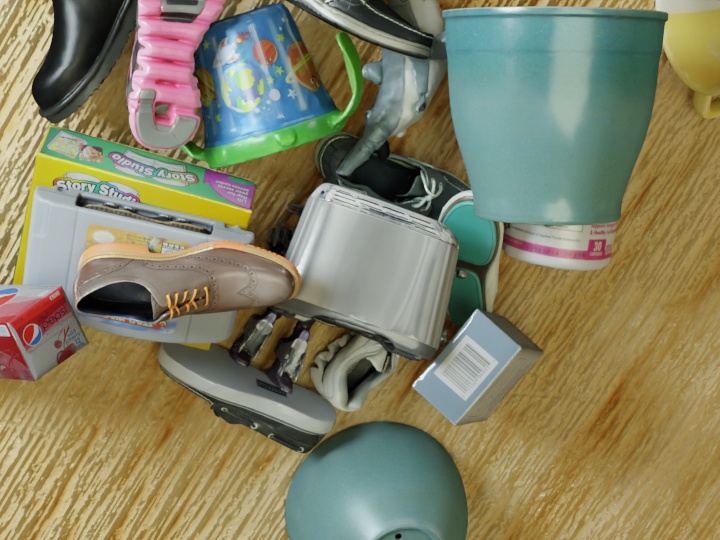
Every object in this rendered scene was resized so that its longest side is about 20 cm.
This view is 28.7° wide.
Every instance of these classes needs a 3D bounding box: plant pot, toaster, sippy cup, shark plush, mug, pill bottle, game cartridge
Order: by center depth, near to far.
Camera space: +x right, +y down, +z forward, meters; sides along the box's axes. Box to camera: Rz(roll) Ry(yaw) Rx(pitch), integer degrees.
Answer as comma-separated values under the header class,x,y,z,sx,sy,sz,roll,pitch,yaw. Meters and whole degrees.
class,x,y,z,sx,sy,sz,roll,pitch,yaw
plant pot,0.171,-0.138,1.265,0.200,0.200,0.188,-1,97,-13
game cartridge,-0.207,0.001,1.293,0.200,0.042,0.133,12,120,-6
sippy cup,-0.097,-0.177,1.321,0.178,0.140,0.130,-20,100,-16
toaster,0.000,0.000,1.343,0.200,0.114,0.129,19,83,-2
shark plush,0.028,-0.179,1.369,0.083,0.091,0.200,27,94,-3
pill bottle,0.210,-0.108,1.413,0.113,0.113,0.200,4,103,-14
mug,0.394,-0.259,1.418,0.153,0.187,0.149,-16,78,-17
plant pot,0.029,0.278,1.488,0.200,0.135,0.200,-4,108,-11

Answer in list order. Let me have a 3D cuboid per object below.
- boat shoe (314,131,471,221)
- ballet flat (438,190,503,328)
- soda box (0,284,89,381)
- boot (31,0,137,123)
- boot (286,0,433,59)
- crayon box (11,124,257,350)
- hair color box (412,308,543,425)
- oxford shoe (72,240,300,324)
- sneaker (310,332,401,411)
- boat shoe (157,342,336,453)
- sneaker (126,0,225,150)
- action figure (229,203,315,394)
class,x,y,z,sx,sy,sz,roll,pitch,yaw
boat shoe,0.048,-0.077,1.415,0.200,0.062,0.073,25,97,-20
ballet flat,0.115,-0.023,1.418,0.069,0.069,0.200,-13,139,-9
soda box,-0.343,0.054,1.297,0.070,0.200,0.063,-40,119,-40
boot,-0.281,-0.256,1.268,0.158,0.079,0.211,31,85,-26
boot,0.001,-0.300,1.303,0.204,0.073,0.154,29,97,6
crayon box,-0.216,-0.028,1.330,0.200,0.058,0.173,15,123,-8
hair color box,0.122,0.098,1.418,0.061,0.200,0.099,42,95,14
oxford shoe,-0.153,0.021,1.239,0.200,0.073,0.071,-1,125,3
sneaker,0.029,0.061,1.448,0.075,0.081,0.200,32,97,-18
boat shoe,-0.122,0.132,1.442,0.200,0.069,0.057,26,116,-14
sneaker,-0.175,-0.213,1.267,0.079,0.095,0.200,10,103,-22
action figure,-0.051,0.018,1.422,0.130,0.069,0.200,29,95,-7
